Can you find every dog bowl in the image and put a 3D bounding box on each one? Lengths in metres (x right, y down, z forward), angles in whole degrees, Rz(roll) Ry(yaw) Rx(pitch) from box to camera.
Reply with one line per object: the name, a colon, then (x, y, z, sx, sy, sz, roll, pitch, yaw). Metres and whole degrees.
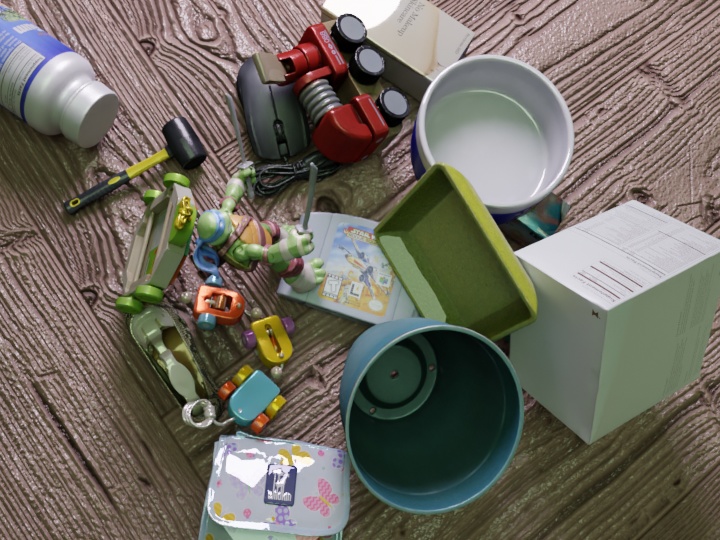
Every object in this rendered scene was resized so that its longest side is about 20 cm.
dog bowl: (0.163, -0.163, 0.863, 0.196, 0.079, 0.204, 1, 76, -6)

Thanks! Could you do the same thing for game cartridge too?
game cartridge: (0.000, 0.000, 0.909, 0.196, 0.042, 0.136, 17, 82, -2)

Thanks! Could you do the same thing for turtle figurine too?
turtle figurine: (-0.095, -0.062, 0.796, 0.142, 0.194, 0.204, 15, 79, 22)

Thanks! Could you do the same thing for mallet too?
mallet: (-0.307, -0.140, 0.906, 0.197, 0.041, 0.067, -24, 83, -6)

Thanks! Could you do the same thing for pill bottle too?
pill bottle: (-0.417, -0.248, 0.875, 0.198, 0.112, 0.113, 33, 78, 1)

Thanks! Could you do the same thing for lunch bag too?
lunch bag: (-0.103, 0.299, 0.788, 0.166, 0.127, 0.204, 12, 82, -7)

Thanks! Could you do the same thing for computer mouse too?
computer mouse: (-0.111, -0.215, 0.929, 0.136, 0.053, 0.203, -19, 81, -8)

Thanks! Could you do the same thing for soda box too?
soda box: (0.183, -0.113, 0.929, 0.199, 0.068, 0.064, 36, 77, 3)

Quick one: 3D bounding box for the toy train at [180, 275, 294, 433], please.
toy train: (-0.159, 0.110, 0.847, 0.147, 0.056, 0.203, 8, 57, -15)

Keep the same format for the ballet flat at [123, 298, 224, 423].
ballet flat: (-0.235, 0.104, 0.843, 0.067, 0.075, 0.202, -33, 84, -7)

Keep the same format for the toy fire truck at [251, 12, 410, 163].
toy fire truck: (-0.052, -0.225, 0.865, 0.198, 0.128, 0.178, -27, 85, -32)

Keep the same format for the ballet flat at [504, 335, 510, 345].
ballet flat: (0.194, 0.012, 0.918, 0.072, 0.068, 0.202, -26, 78, -29)

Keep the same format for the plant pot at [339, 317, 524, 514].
plant pot: (0.061, 0.145, 0.794, 0.196, 0.188, 0.205, -2, 98, -12)

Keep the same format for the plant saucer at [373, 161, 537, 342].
plant saucer: (0.117, -0.010, 0.815, 0.047, 0.200, 0.202, -27, 82, -29)

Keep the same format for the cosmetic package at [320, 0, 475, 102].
cosmetic package: (0.050, -0.334, 0.959, 0.198, 0.073, 0.104, 33, 77, 2)

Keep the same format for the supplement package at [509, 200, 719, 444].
supplement package: (0.299, 0.055, 0.809, 0.197, 0.147, 0.194, -21, 125, -23)

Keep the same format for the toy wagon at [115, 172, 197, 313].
toy wagon: (-0.236, -0.036, 0.811, 0.039, 0.199, 0.158, 21, 66, -32)
